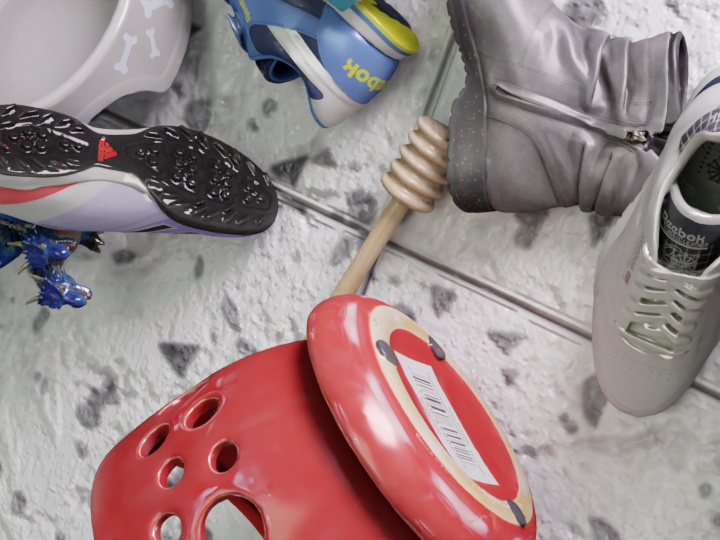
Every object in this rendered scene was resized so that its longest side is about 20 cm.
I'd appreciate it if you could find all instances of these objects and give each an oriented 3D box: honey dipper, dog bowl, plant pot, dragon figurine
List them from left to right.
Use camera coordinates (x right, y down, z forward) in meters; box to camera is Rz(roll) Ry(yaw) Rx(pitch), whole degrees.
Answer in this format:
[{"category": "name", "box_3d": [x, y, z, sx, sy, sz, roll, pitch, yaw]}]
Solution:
[{"category": "dragon figurine", "box_3d": [-0.241, -0.035, 0.951, 0.199, 0.099, 0.059, 24, 117, 27]}, {"category": "dog bowl", "box_3d": [-0.211, -0.164, 0.933, 0.198, 0.059, 0.202, -9, 66, 21]}, {"category": "plant pot", "box_3d": [-0.015, 0.129, 0.763, 0.182, 0.200, 0.201, -37, 70, 14]}, {"category": "honey dipper", "box_3d": [0.000, 0.000, 0.848, 0.038, 0.038, 0.201, 41, 110, 26]}]

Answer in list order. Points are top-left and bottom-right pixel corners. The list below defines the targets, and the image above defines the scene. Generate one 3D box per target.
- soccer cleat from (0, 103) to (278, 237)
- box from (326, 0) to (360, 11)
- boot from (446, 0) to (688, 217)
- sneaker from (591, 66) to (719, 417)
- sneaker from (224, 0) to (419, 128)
[{"category": "soccer cleat", "box_3d": [-0.152, -0.052, 0.886, 0.073, 0.198, 0.069, 123, 152, -54]}, {"category": "box", "box_3d": [-0.009, -0.254, 0.814, 0.082, 0.049, 0.201, -31, 52, 29]}, {"category": "boot", "box_3d": [0.118, -0.126, 0.771, 0.131, 0.070, 0.202, 2, 100, 28]}, {"category": "sneaker", "box_3d": [0.156, -0.003, 0.698, 0.076, 0.081, 0.201, 18, 122, 11]}, {"category": "sneaker", "box_3d": [-0.056, -0.168, 0.868, 0.200, 0.074, 0.083, 45, 112, 26]}]
